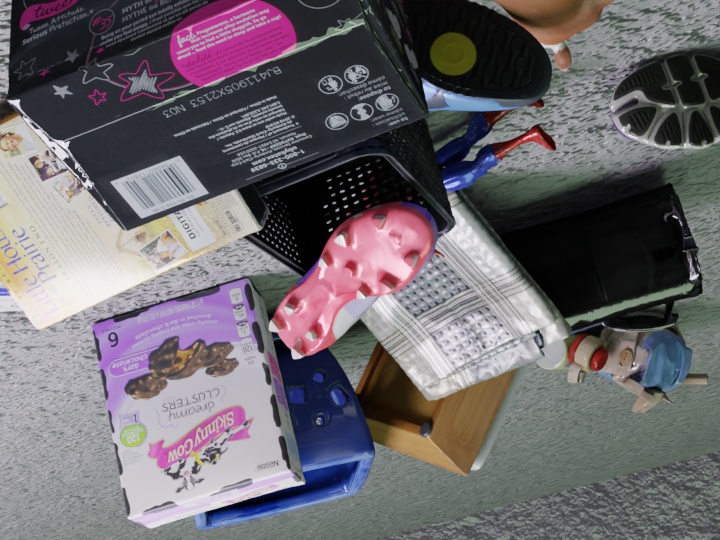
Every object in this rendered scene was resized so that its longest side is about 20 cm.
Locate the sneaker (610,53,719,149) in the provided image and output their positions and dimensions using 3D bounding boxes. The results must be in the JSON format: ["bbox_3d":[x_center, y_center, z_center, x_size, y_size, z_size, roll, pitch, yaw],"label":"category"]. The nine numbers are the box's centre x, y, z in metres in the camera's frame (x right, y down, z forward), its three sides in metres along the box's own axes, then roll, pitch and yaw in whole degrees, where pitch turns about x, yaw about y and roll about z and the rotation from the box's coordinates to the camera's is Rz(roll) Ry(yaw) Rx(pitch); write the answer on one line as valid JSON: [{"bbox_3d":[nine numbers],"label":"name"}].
[{"bbox_3d":[0.296,-0.132,1.105,0.198,0.081,0.083,-8,165,-20],"label":"sneaker"}]

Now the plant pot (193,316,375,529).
[{"bbox_3d":[-0.105,0.160,1.432,0.198,0.181,0.200,-12,160,-11],"label":"plant pot"}]

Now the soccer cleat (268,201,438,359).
[{"bbox_3d":[0.000,0.000,1.012,0.076,0.067,0.200,-39,176,-46],"label":"soccer cleat"}]

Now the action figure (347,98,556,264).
[{"bbox_3d":[0.082,-0.074,1.115,0.199,0.066,0.099,-25,148,26],"label":"action figure"}]

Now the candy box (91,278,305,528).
[{"bbox_3d":[-0.159,0.131,1.287,0.166,0.202,0.072,-17,160,3],"label":"candy box"}]

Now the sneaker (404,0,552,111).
[{"bbox_3d":[0.025,-0.135,0.856,0.198,0.067,0.079,8,161,6],"label":"sneaker"}]

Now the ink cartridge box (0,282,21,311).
[{"bbox_3d":[-0.258,-0.019,1.065,0.094,0.037,0.200,-1,158,-31],"label":"ink cartridge box"}]

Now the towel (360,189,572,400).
[{"bbox_3d":[0.078,0.031,1.262,0.192,0.035,0.200,-29,111,35],"label":"towel"}]

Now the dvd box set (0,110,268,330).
[{"bbox_3d":[-0.182,-0.055,0.899,0.199,0.147,0.029,-24,-158,22],"label":"dvd box set"}]

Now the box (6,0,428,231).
[{"bbox_3d":[-0.080,-0.130,0.744,0.198,0.116,0.132,-19,141,13],"label":"box"}]

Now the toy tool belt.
[{"bbox_3d":[0.377,0.125,1.743,0.199,0.122,0.126,2,110,-50],"label":"toy tool belt"}]

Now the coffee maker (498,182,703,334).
[{"bbox_3d":[0.227,-0.011,1.300,0.198,0.136,0.192,-18,156,10],"label":"coffee maker"}]

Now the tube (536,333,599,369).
[{"bbox_3d":[0.303,0.113,1.801,0.058,0.052,0.199,19,-174,36],"label":"tube"}]

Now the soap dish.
[{"bbox_3d":[0.078,0.125,1.432,0.081,0.158,0.199,32,168,-31],"label":"soap dish"}]

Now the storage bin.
[{"bbox_3d":[-0.022,-0.077,0.997,0.134,0.095,0.200,-21,160,14],"label":"storage bin"}]

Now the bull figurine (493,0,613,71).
[{"bbox_3d":[0.126,-0.195,0.835,0.121,0.066,0.199,-30,157,28],"label":"bull figurine"}]
